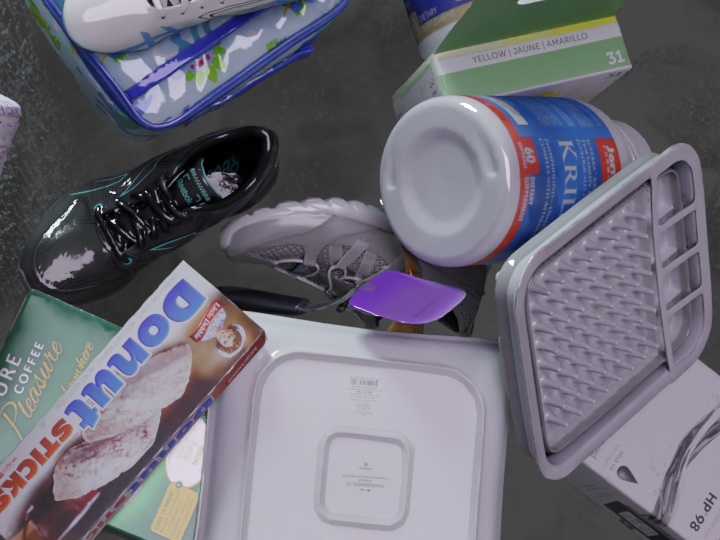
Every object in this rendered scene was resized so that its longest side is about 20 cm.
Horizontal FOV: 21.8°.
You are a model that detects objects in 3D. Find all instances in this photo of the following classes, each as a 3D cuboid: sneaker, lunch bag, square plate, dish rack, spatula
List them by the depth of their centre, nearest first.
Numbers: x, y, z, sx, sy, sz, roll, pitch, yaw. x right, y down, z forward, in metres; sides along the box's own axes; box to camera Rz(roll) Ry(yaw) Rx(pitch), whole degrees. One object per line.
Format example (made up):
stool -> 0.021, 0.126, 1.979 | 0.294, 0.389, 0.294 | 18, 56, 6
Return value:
square plate -> -0.002, 0.132, 1.180 | 0.199, 0.028, 0.199 | 7, 80, -10
sneaker -> -0.098, -0.194, 1.205 | 0.199, 0.072, 0.072 | -21, 92, -15
dish rack -> 0.156, 0.022, 1.223 | 0.200, 0.043, 0.172 | -36, 129, -36
spatula -> -0.027, 0.019, 1.229 | 0.056, 0.199, 0.021 | -38, 119, -48
sneaker -> -0.140, -0.046, 1.249 | 0.200, 0.079, 0.076 | -33, 91, -17
lunch bag -> -0.115, -0.192, 1.280 | 0.200, 0.082, 0.161 | -35, 95, -17
sneaker -> 0.000, 0.000, 1.282 | 0.199, 0.075, 0.082 | 8, 78, -15

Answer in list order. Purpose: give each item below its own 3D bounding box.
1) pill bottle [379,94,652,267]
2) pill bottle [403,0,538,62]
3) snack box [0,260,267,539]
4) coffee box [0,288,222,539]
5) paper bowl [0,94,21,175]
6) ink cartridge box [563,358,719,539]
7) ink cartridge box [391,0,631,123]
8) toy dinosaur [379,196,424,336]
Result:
pill bottle -> 0.115, -0.062, 1.265 | 0.199, 0.112, 0.113 | -7, 82, -49
pill bottle -> 0.070, -0.258, 1.321 | 0.119, 0.120, 0.201 | -16, 86, -18
snack box -> -0.149, 0.092, 1.154 | 0.072, 0.024, 0.200 | 39, 81, 14
coffee box -> -0.146, 0.107, 1.198 | 0.199, 0.044, 0.123 | 23, 78, -3
paper bowl -> -0.317, -0.086, 1.142 | 0.200, 0.201, 0.105 | 19, 96, -12
ink cartridge box -> 0.234, 0.137, 1.333 | 0.200, 0.067, 0.116 | 37, 72, -7
ink cartridge box -> 0.117, -0.145, 1.274 | 0.145, 0.200, 0.048 | -14, 82, -18
toy dinosaur -> 0.026, 0.063, 1.230 | 0.106, 0.060, 0.201 | 27, 80, -16
